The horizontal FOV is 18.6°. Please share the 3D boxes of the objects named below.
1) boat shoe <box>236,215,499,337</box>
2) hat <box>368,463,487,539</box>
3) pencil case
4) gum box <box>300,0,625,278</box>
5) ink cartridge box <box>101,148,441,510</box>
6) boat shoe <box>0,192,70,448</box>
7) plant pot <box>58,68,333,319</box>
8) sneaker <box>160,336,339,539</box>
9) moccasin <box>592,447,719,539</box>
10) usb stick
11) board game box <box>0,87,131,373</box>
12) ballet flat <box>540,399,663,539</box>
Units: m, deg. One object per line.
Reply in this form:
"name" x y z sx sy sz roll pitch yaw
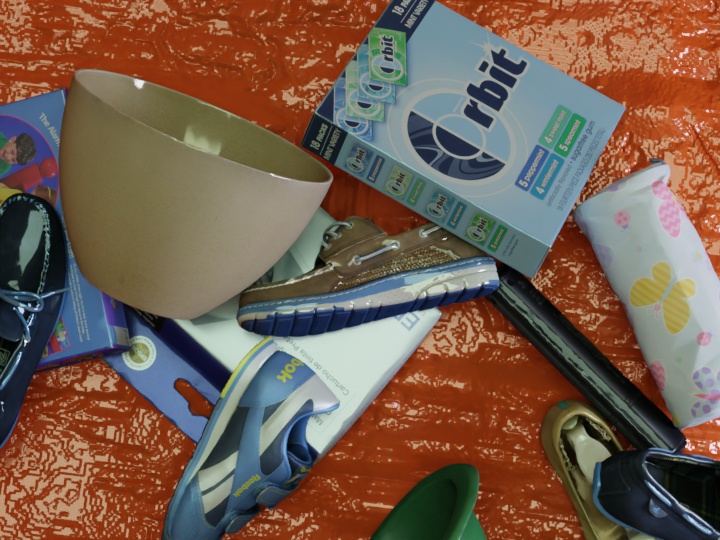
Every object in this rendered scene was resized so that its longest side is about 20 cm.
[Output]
"boat shoe" 0.000 0.000 1.631 0.199 0.072 0.073 -10 76 -15
"hat" 0.093 0.261 1.592 0.176 0.200 0.166 39 105 -11
"pencil case" 0.235 0.019 1.660 0.083 0.091 0.201 -27 82 13
"gum box" 0.080 -0.109 1.654 0.199 0.045 0.170 30 50 4
"ink cartridge box" -0.074 0.044 1.673 0.199 0.041 0.200 40 83 5
"boat shoe" -0.260 0.042 1.598 0.084 0.069 0.202 8 87 13
"plant pot" -0.137 -0.044 1.584 0.199 0.200 0.135 24 101 2
"sneaker" -0.085 0.152 1.620 0.082 0.074 0.201 28 103 5
"moccasin" 0.265 0.178 1.612 0.199 0.068 0.081 12 62 -27
"usb stick" 0.170 0.073 1.667 0.200 0.055 0.033 45 107 5
"board game box" -0.260 -0.023 1.663 0.134 0.045 0.202 -13 82 11
"ballet flat" 0.195 0.188 1.647 0.068 0.063 0.201 -32 84 -5
